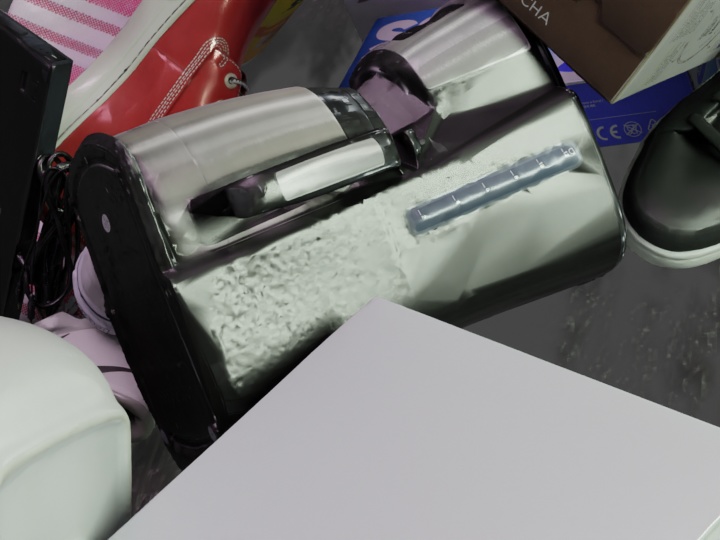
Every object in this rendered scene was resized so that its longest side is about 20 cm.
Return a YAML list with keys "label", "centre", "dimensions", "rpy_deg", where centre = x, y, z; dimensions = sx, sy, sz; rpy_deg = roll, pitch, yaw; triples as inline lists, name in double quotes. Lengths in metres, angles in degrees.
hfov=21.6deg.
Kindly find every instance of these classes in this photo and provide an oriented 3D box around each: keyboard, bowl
- label: "keyboard"
  centre: [-0.167, -0.019, 0.933]
  dimensions: [0.040, 0.201, 0.104]
  rpy_deg: [-6, 33, -40]
- label: "bowl"
  centre: [-0.136, 0.117, 0.656]
  dimensions: [0.074, 0.201, 0.200]
  rpy_deg: [3, 5, 14]

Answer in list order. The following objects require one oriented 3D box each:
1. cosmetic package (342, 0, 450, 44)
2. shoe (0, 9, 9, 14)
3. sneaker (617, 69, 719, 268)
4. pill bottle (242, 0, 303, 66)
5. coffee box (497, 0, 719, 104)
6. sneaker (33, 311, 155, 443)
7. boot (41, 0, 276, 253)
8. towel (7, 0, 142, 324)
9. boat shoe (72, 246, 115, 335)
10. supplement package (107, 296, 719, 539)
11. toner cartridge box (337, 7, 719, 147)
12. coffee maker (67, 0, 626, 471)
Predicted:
- label: "cosmetic package"
  centre: [0.051, -0.209, 1.118]
  dimensions: [0.101, 0.074, 0.200]
  rpy_deg: [-13, 37, 20]
- label: "shoe"
  centre: [-0.156, -0.076, 1.087]
  dimensions: [0.200, 0.071, 0.091]
  rpy_deg: [26, 92, 29]
- label: "sneaker"
  centre: [0.187, -0.094, 0.812]
  dimensions: [0.200, 0.112, 0.073]
  rpy_deg: [-39, 64, -19]
- label: "pill bottle"
  centre: [-0.078, -0.184, 1.075]
  dimensions: [0.109, 0.109, 0.200]
  rpy_deg: [-51, 6, -33]
- label: "coffee box"
  centre: [0.133, -0.154, 0.831]
  dimensions: [0.200, 0.113, 0.080]
  rpy_deg: [-27, -22, -55]
- label: "sneaker"
  centre: [-0.184, 0.087, 0.866]
  dimensions: [0.199, 0.074, 0.089]
  rpy_deg: [-29, 31, -3]
- label: "boot"
  centre: [-0.065, -0.070, 0.943]
  dimensions: [0.144, 0.072, 0.200]
  rpy_deg: [44, 95, 13]
- label: "towel"
  centre: [-0.170, -0.074, 1.028]
  dimensions: [0.146, 0.030, 0.201]
  rpy_deg: [20, 78, 33]
- label: "boat shoe"
  centre: [-0.035, -0.020, 0.878]
  dimensions: [0.199, 0.074, 0.067]
  rpy_deg: [-24, -9, -19]
- label: "supplement package"
  centre: [0.034, 0.118, 0.639]
  dimensions: [0.156, 0.111, 0.200]
  rpy_deg: [-42, 36, -22]
- label: "toner cartridge box"
  centre: [0.088, -0.102, 0.970]
  dimensions: [0.199, 0.043, 0.095]
  rpy_deg: [-6, 39, 28]
- label: "coffee maker"
  centre: [0.000, 0.000, 0.801]
  dimensions: [0.199, 0.193, 0.135]
  rpy_deg: [-22, 26, -20]
